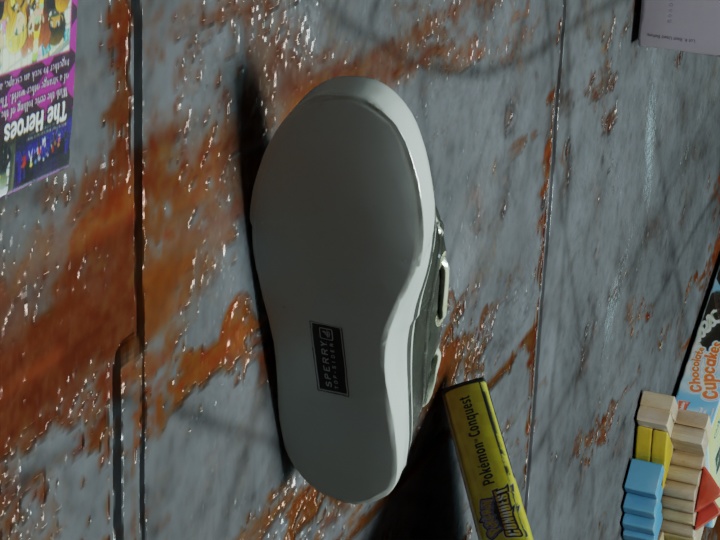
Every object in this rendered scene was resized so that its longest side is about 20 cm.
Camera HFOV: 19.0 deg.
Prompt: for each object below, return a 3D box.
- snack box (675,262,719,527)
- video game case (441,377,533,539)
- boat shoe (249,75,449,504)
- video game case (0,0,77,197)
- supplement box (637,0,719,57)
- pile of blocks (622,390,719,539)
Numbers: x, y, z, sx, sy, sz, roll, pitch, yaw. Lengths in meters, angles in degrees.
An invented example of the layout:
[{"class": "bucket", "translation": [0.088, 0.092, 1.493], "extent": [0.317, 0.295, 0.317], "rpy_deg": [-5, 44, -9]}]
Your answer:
[{"class": "snack box", "translation": [0.281, 0.085, 1.677], "extent": [0.117, 0.037, 0.201], "rpy_deg": [75, 31, -48]}, {"class": "video game case", "translation": [0.086, 0.184, 1.058], "extent": [0.181, 0.025, 0.201], "rpy_deg": [-104, 177, -54]}, {"class": "boat shoe", "translation": [0.000, 0.000, 0.849], "extent": [0.064, 0.070, 0.201], "rpy_deg": [-57, 158, -45]}, {"class": "video game case", "translation": [-0.127, -0.090, 0.500], "extent": [0.200, 0.035, 0.183], "rpy_deg": [-36, 133, -62]}, {"class": "supplement box", "translation": [0.234, -0.209, 1.379], "extent": [0.200, 0.060, 0.110], "rpy_deg": [-38, 134, -63]}, {"class": "pile of blocks", "translation": [0.222, 0.184, 1.530], "extent": [0.082, 0.062, 0.202], "rpy_deg": [-49, 143, -55]}]
